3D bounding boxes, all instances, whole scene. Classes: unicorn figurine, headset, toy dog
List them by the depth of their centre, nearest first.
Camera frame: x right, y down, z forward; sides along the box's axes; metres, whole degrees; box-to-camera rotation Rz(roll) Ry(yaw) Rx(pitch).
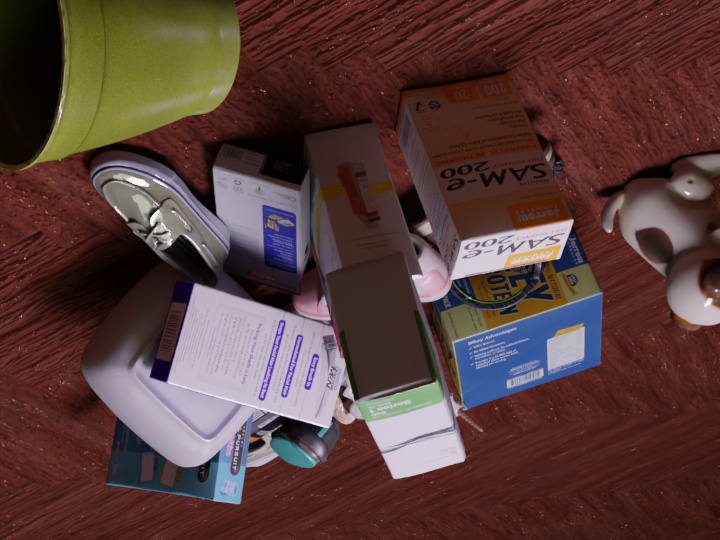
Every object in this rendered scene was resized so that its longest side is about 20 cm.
[{"bbox_3d":[0.177,-0.046,1.677,0.201,0.123,0.094,-53,173,1],"label":"headset"},{"bbox_3d":[0.408,-0.028,1.751,0.192,0.202,0.140,2,143,-32],"label":"toy dog"},{"bbox_3d":[0.046,0.149,1.829,0.198,0.074,0.138,-13,123,21],"label":"unicorn figurine"}]

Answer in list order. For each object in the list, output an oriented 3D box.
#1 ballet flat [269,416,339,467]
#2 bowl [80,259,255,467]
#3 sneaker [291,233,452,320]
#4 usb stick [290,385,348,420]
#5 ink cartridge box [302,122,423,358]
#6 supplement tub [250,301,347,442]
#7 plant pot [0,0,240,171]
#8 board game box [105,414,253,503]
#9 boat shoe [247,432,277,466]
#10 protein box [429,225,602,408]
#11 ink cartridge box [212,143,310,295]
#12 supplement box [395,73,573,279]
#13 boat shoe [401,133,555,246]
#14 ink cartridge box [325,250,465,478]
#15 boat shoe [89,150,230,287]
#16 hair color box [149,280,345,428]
[{"bbox_3d":[-0.061,0.207,1.765,0.069,0.068,0.200,-50,-173,-14],"label":"ballet flat"},{"bbox_3d":[-0.183,0.098,1.568,0.200,0.074,0.200,47,73,-20],"label":"bowl"},{"bbox_3d":[0.000,0.000,1.659,0.198,0.076,0.105,-8,153,18],"label":"sneaker"},{"bbox_3d":[-0.022,0.148,1.878,0.199,0.033,0.056,-33,138,-23],"label":"usb stick"},{"bbox_3d":[-0.003,-0.032,1.514,0.082,0.202,0.146,-10,148,-10],"label":"ink cartridge box"},{"bbox_3d":[-0.123,0.136,1.784,0.199,0.124,0.122,-33,147,22],"label":"supplement tub"},{"bbox_3d":[-0.211,-0.191,1.180,0.192,0.202,0.201,-9,150,-40],"label":"plant pot"},{"bbox_3d":[-0.215,0.193,1.709,0.199,0.153,0.047,0,168,42],"label":"board game box"},{"bbox_3d":[-0.115,0.218,1.946,0.200,0.073,0.062,-38,156,32],"label":"boat shoe"},{"bbox_3d":[0.195,0.051,1.817,0.196,0.136,0.201,-18,149,-2],"label":"protein box"},{"bbox_3d":[-0.105,-0.052,1.538,0.098,0.039,0.201,16,147,7],"label":"ink cartridge box"},{"bbox_3d":[0.125,-0.100,1.477,0.125,0.202,0.074,-11,149,-14],"label":"supplement box"},{"bbox_3d":[0.143,-0.089,1.626,0.201,0.075,0.075,-25,135,30],"label":"boat shoe"},{"bbox_3d":[0.037,0.099,1.403,0.083,0.147,0.201,-16,148,3],"label":"ink cartridge box"},{"bbox_3d":[-0.202,-0.053,1.472,0.072,0.063,0.200,-24,139,28],"label":"boat shoe"},{"bbox_3d":[-0.115,0.090,1.526,0.198,0.111,0.065,19,173,-25],"label":"hair color box"}]
